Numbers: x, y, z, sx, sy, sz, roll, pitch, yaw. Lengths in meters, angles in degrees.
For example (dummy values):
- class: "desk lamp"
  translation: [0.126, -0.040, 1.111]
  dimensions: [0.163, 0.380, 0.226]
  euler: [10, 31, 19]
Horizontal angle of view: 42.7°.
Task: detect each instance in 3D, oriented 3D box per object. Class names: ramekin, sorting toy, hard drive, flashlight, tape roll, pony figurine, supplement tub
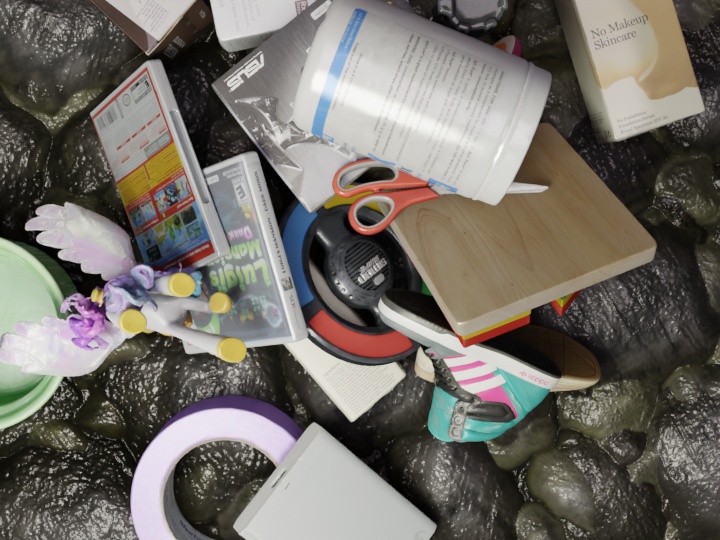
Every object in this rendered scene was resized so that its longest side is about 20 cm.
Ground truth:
- class: "ramekin"
  translation: [-0.387, 0.059, 0.957]
  dimensions: [0.199, 0.098, 0.201]
  euler: [0, 94, -2]
- class: "sorting toy"
  translation: [0.142, -0.031, 0.885]
  dimensions: [0.198, 0.200, 0.070]
  euler: [-21, 138, -9]
- class: "hard drive"
  translation: [-0.021, 0.269, 0.968]
  dimensions: [0.200, 0.026, 0.132]
  euler: [45, 77, -28]
- class: "flashlight"
  translation: [0.103, -0.241, 0.898]
  dimensions: [0.068, 0.200, 0.068]
  euler: [39, 91, -5]
- class: "tape roll"
  translation: [-0.143, 0.240, 0.995]
  dimensions: [0.199, 0.066, 0.202]
  euler: [0, 94, -2]
- class: "pony figurine"
  translation: [-0.222, 0.034, 0.873]
  dimensions: [0.192, 0.200, 0.168]
  euler: [20, 79, -34]
- class: "supplement tub"
  translation: [0.052, -0.152, 0.813]
  dimensions: [0.199, 0.132, 0.133]
  euler: [23, 93, 0]

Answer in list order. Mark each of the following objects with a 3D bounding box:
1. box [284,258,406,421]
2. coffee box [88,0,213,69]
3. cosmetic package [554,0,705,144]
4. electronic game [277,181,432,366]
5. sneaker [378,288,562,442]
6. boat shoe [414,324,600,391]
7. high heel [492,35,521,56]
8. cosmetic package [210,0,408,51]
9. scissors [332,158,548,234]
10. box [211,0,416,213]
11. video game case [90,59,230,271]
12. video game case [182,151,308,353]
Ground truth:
- class: "box"
  translation: [-0.045, 0.058, 0.982]
  dimensions: [0.082, 0.068, 0.200]
  euler: [-39, 94, 1]
- class: "coffee box"
  translation: [-0.251, -0.305, 0.927]
  dimensions: [0.200, 0.113, 0.080]
  euler: [43, 92, -4]
- class: "cosmetic package"
  translation: [0.276, -0.244, 0.967]
  dimensions: [0.105, 0.071, 0.201]
  euler: [-20, 95, 0]
- class: "electronic game"
  translation: [0.000, 0.000, 0.947]
  dimensions: [0.199, 0.042, 0.201]
  euler: [13, 63, -27]
- class: "sneaker"
  translation: [0.087, 0.105, 0.919]
  dimensions: [0.199, 0.084, 0.121]
  euler: [26, 109, -11]
- class: "boat shoe"
  translation: [0.158, 0.103, 0.998]
  dimensions: [0.199, 0.072, 0.065]
  euler: [8, 131, -6]
- class: "high heel"
  translation: [0.142, -0.145, 0.986]
  dimensions: [0.096, 0.067, 0.201]
  euler: [29, 79, -32]
- class: "cosmetic package"
  translation: [-0.056, -0.298, 0.954]
  dimensions: [0.199, 0.074, 0.102]
  euler: [-12, 95, 0]
- class: "scissors"
  translation: [0.074, -0.086, 0.870]
  dimensions: [0.199, 0.014, 0.074]
  euler: [-14, 74, -3]
- class: "box"
  translation: [-0.019, -0.178, 0.902]
  dimensions: [0.200, 0.048, 0.159]
  euler: [-37, 91, 1]
- class: "video game case"
  translation: [-0.207, -0.093, 0.935]
  dimensions: [0.017, 0.143, 0.201]
  euler: [-20, 89, -41]
- class: "video game case"
  translation: [-0.143, -0.010, 0.928]
  dimensions: [0.023, 0.199, 0.183]
  euler: [-20, 96, -42]
